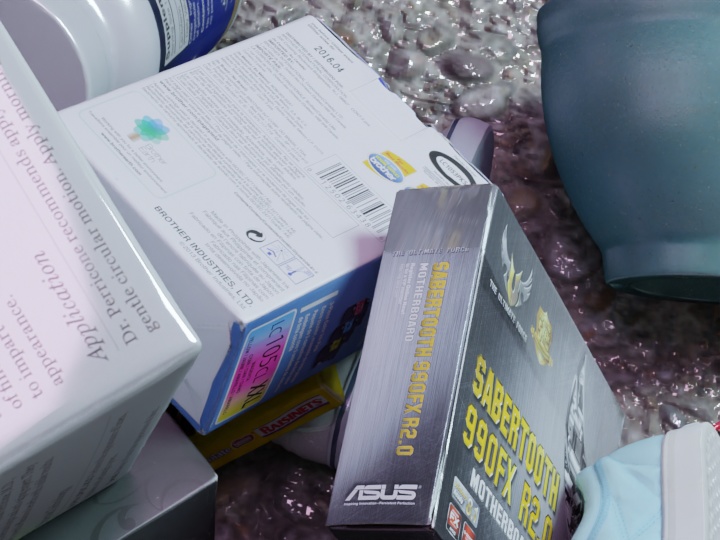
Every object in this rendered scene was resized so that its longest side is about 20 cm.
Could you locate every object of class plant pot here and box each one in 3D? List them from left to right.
[{"bbox_3d":[0.180,-0.054,1.127,0.199,0.200,0.135,5,83,-2],"label":"plant pot"}]

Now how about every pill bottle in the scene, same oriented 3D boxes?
[{"bbox_3d":[-0.138,-0.124,1.128,0.115,0.116,0.200,20,28,8],"label":"pill bottle"}]

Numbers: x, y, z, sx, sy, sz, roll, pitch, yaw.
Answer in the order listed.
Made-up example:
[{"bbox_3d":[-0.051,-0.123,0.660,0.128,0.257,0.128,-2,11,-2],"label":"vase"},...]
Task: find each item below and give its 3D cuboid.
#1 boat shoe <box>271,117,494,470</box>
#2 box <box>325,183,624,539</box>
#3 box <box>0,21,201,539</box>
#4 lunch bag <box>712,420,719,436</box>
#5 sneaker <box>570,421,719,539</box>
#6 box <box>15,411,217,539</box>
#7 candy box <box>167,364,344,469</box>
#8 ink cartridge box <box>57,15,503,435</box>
[{"bbox_3d":[0.000,0.003,1.134,0.086,0.075,0.203,16,64,14],"label":"boat shoe"},{"bbox_3d":[0.056,0.084,0.998,0.048,0.200,0.159,-2,57,24],"label":"box"},{"bbox_3d":[-0.174,0.003,0.858,0.130,0.200,0.200,-29,82,-20],"label":"box"},{"bbox_3d":[0.209,0.174,1.025,0.175,0.082,0.201,18,57,7],"label":"lunch bag"},{"bbox_3d":[0.113,0.149,0.948,0.082,0.074,0.200,-19,30,23],"label":"sneaker"},{"bbox_3d":[-0.177,0.087,1.024,0.148,0.125,0.200,-32,63,-23],"label":"box"},{"bbox_3d":[-0.076,-0.001,1.118,0.102,0.026,0.201,-27,55,15],"label":"candy box"},{"bbox_3d":[-0.033,-0.030,1.036,0.200,0.077,0.136,-27,63,-40],"label":"ink cartridge box"}]
